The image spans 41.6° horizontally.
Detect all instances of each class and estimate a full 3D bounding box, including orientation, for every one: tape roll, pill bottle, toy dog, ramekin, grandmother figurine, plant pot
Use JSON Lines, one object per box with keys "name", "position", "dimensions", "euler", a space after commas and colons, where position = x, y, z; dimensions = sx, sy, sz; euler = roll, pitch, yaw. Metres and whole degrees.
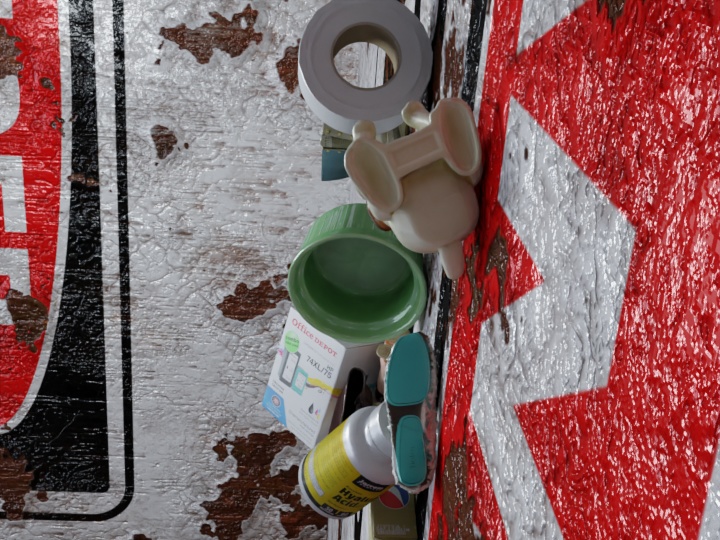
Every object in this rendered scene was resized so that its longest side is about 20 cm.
{"name": "tape roll", "position": [0.007, -0.306, 1.415], "dimensions": [0.071, 0.201, 0.203], "euler": [117, 155, -79]}
{"name": "pill bottle", "position": [0.006, 0.255, 1.305], "dimensions": [0.200, 0.111, 0.112], "euler": [-47, 32, 42]}
{"name": "toy dog", "position": [0.069, -0.093, 1.044], "dimensions": [0.194, 0.139, 0.200], "euler": [57, 179, -8]}
{"name": "ramekin", "position": [0.000, 0.000, 1.375], "dimensions": [0.098, 0.199, 0.201], "euler": [-79, -4, -51]}
{"name": "grandmother figurine", "position": [0.047, 0.188, 1.553], "dimensions": [0.121, 0.060, 0.200], "euler": [-55, -21, -38]}
{"name": "plant pot", "position": [-0.024, -0.312, 2.294], "dimensions": [0.200, 0.134, 0.201], "euler": [-177, 90, -86]}

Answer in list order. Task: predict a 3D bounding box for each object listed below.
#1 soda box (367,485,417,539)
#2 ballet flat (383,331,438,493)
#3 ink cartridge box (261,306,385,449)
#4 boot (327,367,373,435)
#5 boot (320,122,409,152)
{"name": "soda box", "position": [0.044, 0.330, 1.409], "dimensions": [0.200, 0.064, 0.068], "euler": [-91, 6, -49]}
{"name": "ballet flat", "position": [0.067, 0.180, 1.202], "dimensions": [0.072, 0.071, 0.201], "euler": [111, 162, -77]}
{"name": "ink cartridge box", "position": [-0.049, 0.172, 1.622], "dimensions": [0.147, 0.146, 0.201], "euler": [33, 116, 36]}
{"name": "boot", "position": [-0.027, 0.260, 1.457], "dimensions": [0.166, 0.072, 0.201], "euler": [84, -161, -68]}
{"name": "boot", "position": [0.007, -0.212, 1.646], "dimensions": [0.072, 0.154, 0.201], "euler": [98, 173, -55]}
